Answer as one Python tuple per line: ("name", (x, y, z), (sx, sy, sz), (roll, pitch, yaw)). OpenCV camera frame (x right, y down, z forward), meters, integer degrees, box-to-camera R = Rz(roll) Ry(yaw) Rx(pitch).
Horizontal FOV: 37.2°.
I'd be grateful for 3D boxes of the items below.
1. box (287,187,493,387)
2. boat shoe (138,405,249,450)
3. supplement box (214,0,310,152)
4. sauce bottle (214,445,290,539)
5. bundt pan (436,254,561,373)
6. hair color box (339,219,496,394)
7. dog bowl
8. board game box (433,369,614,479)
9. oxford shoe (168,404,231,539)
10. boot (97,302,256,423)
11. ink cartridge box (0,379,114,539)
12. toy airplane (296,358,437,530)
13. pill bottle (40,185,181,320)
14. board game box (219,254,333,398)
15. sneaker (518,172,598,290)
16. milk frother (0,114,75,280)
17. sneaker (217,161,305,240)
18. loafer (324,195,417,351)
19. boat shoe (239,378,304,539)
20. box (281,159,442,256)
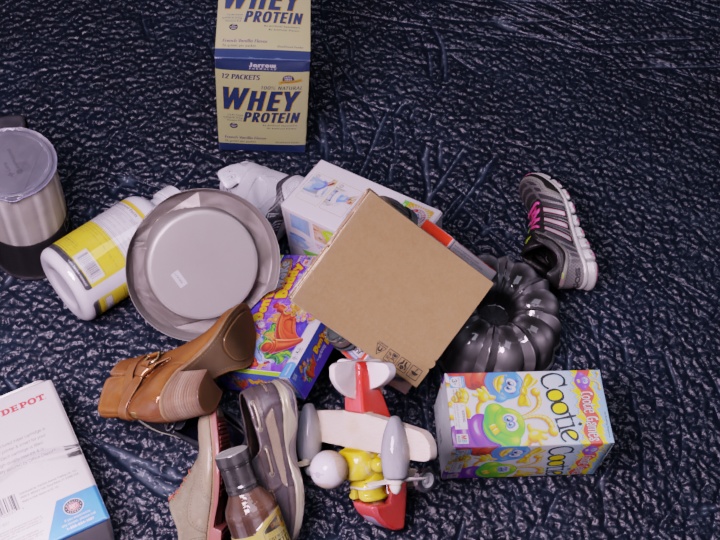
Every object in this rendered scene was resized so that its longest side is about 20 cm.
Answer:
("box", (0.039, 0.024, 1.292), (0.200, 0.021, 0.164), (36, 93, -17))
("boat shoe", (-0.216, 0.181, 1.343), (0.200, 0.062, 0.075), (30, 61, 15))
("supplement box", (-0.143, -0.315, 1.585), (0.134, 0.200, 0.201), (1, 57, -5))
("sauce bottle", (-0.116, 0.300, 1.219), (0.065, 0.065, 0.201), (-21, 96, -18))
("bundt pan", (0.181, 0.061, 1.452), (0.201, 0.076, 0.202), (3, 58, -4))
("hair color box", (0.071, 0.048, 1.369), (0.200, 0.111, 0.064), (-53, 46, 4))
("dog bowl", (-0.206, -0.011, 1.384), (0.199, 0.059, 0.201), (-3, 101, -16))
("board game box", (0.202, 0.194, 1.351), (0.199, 0.103, 0.105), (-1, 58, -6))
("oxford shoe", (-0.192, 0.258, 1.259), (0.075, 0.070, 0.201), (0, 81, 7))
("boot", (-0.223, 0.116, 1.327), (0.155, 0.077, 0.200), (-8, 37, 26))
("ink cartridge box", (-0.396, 0.251, 1.265), (0.146, 0.084, 0.200), (-22, 61, -19))
("toy airplane", (-0.004, 0.201, 1.269), (0.141, 0.200, 0.199), (-28, 63, -35))
("pill bottle", (-0.317, -0.029, 1.437), (0.200, 0.112, 0.112), (-36, 67, -25))
("board game box", (-0.089, 0.069, 1.398), (0.134, 0.045, 0.200), (1, 49, 37))
("sneaker", (0.264, -0.054, 1.533), (0.087, 0.074, 0.200), (-11, 64, -20))
("milk frother", (-0.496, -0.091, 1.414), (0.200, 0.188, 0.181), (-24, 62, -19))
("sneaker", (-0.166, -0.077, 1.508), (0.115, 0.075, 0.200), (25, 54, 12))
("loafer", (0.000, 0.000, 1.333), (0.072, 0.063, 0.200), (17, 78, 48))
("boat shoe", (-0.115, 0.232, 1.283), (0.073, 0.074, 0.201), (-2, 81, -23))
("box", (0.005, -0.049, 1.464), (0.200, 0.113, 0.101), (25, 58, 24))
